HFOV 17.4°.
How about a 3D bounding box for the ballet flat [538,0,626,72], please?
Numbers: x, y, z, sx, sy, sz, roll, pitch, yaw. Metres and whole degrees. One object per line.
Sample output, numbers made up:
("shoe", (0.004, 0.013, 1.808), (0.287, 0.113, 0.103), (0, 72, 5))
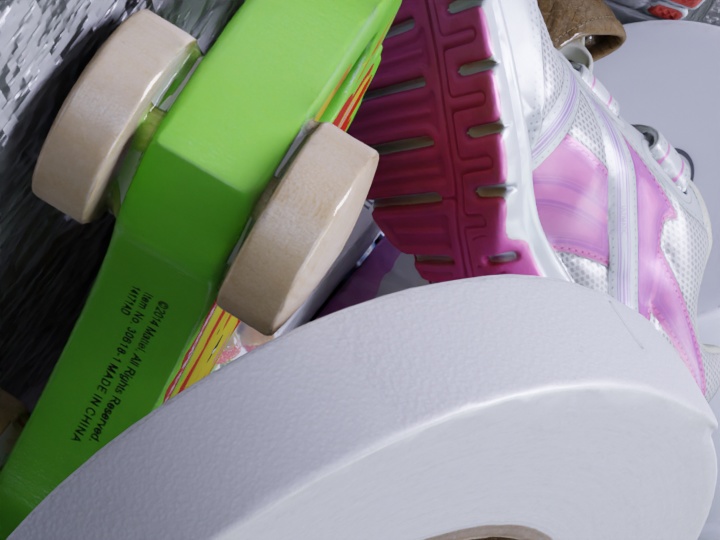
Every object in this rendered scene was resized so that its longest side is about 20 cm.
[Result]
("ballet flat", (0.046, -0.046, 0.981), (0.200, 0.072, 0.068), (-53, 172, -20))

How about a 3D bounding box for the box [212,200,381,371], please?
("box", (-0.043, 0.016, 0.776), (0.200, 0.039, 0.041), (-51, 175, -33))

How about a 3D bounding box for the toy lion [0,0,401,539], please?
("toy lion", (-0.038, -0.010, 0.610), (0.200, 0.069, 0.192), (-60, 179, 40))

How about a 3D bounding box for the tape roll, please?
("tape roll", (-0.005, 0.082, 0.568), (0.202, 0.037, 0.203), (-23, 147, -16))

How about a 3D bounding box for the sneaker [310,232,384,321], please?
("sneaker", (0.000, 0.000, 0.875), (0.200, 0.077, 0.085), (-53, 170, -20))

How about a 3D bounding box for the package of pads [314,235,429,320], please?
("package of pads", (0.030, 0.092, 0.842), (0.121, 0.076, 0.200), (-49, 138, -20))

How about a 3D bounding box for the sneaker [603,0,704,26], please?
("sneaker", (0.141, -0.181, 0.998), (0.082, 0.077, 0.200), (-58, 178, -35))

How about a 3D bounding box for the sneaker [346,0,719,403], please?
("sneaker", (0.058, -0.023, 0.742), (0.088, 0.201, 0.081), (-30, -157, -33))

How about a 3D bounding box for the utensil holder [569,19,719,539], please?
("utensil holder", (0.146, 0.007, 1.069), (0.170, 0.170, 0.200), (-53, 150, -17))
